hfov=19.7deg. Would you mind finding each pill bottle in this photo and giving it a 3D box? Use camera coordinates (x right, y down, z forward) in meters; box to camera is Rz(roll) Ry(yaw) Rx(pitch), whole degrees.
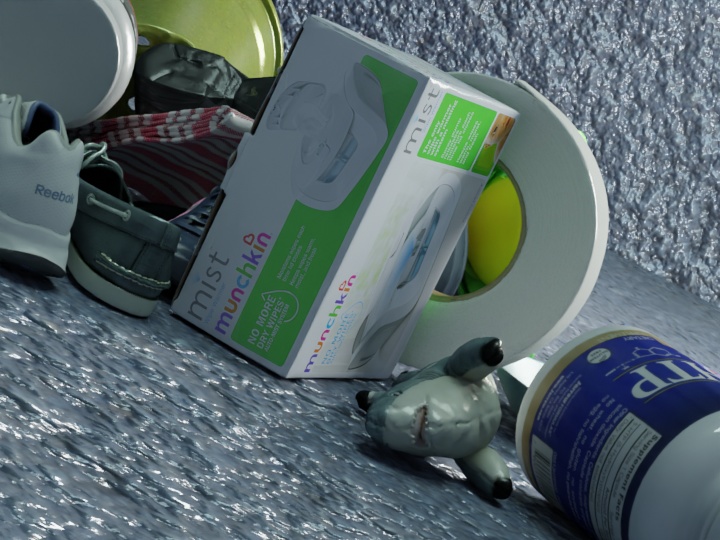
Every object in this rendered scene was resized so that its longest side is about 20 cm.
[{"bbox_3d":[0.186,0.120,1.175,0.119,0.120,0.200,21,9,-34],"label":"pill bottle"},{"bbox_3d":[-0.212,-0.158,1.450,0.113,0.114,0.200,25,8,-10],"label":"pill bottle"}]

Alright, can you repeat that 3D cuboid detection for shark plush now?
[{"bbox_3d":[0.036,0.069,1.238,0.083,0.091,0.200,-5,17,-4],"label":"shark plush"}]

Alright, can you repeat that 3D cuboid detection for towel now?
[{"bbox_3d":[-0.113,-0.073,1.493,0.199,0.030,0.146,-3,-19,43],"label":"towel"}]

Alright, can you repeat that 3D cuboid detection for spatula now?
[{"bbox_3d":[-0.107,-0.030,1.566,0.199,0.021,0.056,17,14,-48],"label":"spatula"}]

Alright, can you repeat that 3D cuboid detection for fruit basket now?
[{"bbox_3d":[0.122,-0.027,1.623,0.215,0.217,0.155,33,10,41],"label":"fruit basket"}]

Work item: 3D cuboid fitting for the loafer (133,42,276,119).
[{"bbox_3d":[-0.074,-0.104,1.538,0.199,0.073,0.073,22,43,10],"label":"loafer"}]

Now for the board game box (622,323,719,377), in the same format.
[{"bbox_3d":[0.263,0.103,1.550,0.134,0.045,0.200,28,4,-7],"label":"board game box"}]

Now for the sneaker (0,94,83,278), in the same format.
[{"bbox_3d":[-0.207,-0.064,1.219,0.074,0.088,0.200,18,10,-37],"label":"sneaker"}]

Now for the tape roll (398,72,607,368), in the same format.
[{"bbox_3d":[0.066,-0.033,1.397,0.202,0.204,0.037,29,7,19],"label":"tape roll"}]

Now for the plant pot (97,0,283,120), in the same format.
[{"bbox_3d":[-0.169,-0.154,1.658,0.200,0.201,0.184,26,19,-5],"label":"plant pot"}]

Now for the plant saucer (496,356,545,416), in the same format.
[{"bbox_3d":[0.174,0.118,1.450,0.200,0.039,0.201,27,7,-4],"label":"plant saucer"}]

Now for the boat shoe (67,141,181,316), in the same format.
[{"bbox_3d":[-0.157,-0.043,1.267,0.073,0.062,0.200,22,16,-32],"label":"boat shoe"}]

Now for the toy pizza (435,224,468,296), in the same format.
[{"bbox_3d":[0.014,-0.059,1.580,0.032,0.201,0.200,-28,45,-37],"label":"toy pizza"}]

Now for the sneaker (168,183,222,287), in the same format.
[{"bbox_3d":[-0.096,-0.030,1.370,0.070,0.082,0.200,29,8,7],"label":"sneaker"}]

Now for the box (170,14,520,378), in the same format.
[{"bbox_3d":[-0.008,-0.041,1.303,0.096,0.201,0.176,29,7,20],"label":"box"}]
